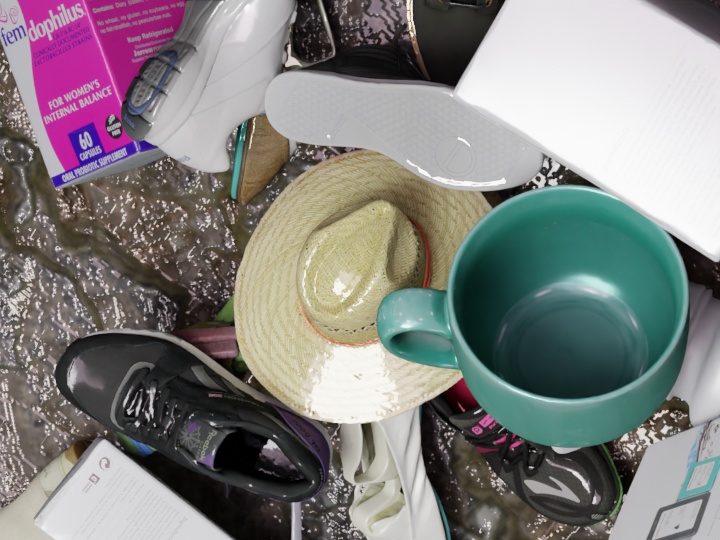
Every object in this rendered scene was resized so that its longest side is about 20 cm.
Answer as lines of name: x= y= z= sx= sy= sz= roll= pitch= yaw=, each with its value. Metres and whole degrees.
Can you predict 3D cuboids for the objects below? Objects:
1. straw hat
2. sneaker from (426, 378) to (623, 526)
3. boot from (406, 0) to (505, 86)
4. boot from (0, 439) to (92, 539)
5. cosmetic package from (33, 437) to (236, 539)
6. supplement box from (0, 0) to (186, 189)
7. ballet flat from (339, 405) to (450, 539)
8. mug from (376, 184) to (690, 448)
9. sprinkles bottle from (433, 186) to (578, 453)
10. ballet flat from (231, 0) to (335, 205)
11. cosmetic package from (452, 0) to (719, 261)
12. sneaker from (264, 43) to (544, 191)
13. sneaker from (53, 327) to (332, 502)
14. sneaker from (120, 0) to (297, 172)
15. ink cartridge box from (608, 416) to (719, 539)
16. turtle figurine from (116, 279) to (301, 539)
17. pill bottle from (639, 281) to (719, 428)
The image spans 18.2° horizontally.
straw hat: x=0.000 y=0.000 z=1.505 sx=0.200 sy=0.085 sz=0.202 roll=-3 pitch=74 yaw=10
sneaker: x=0.099 y=0.111 z=1.590 sx=0.200 sy=0.084 sz=0.077 roll=42 pitch=107 yaw=7
boot: x=0.067 y=-0.195 z=1.519 sx=0.077 sy=0.138 sz=0.201 roll=-4 pitch=105 yaw=3
boot: x=-0.213 y=0.250 z=1.710 sx=0.154 sy=0.072 sz=0.201 roll=-35 pitch=84 yaw=18
cosmetic package: x=-0.131 y=0.209 z=1.599 sx=0.200 sy=0.113 sz=0.081 roll=40 pitch=82 yaw=-3
supplement box: x=-0.189 y=-0.174 z=1.612 sx=0.101 sy=0.103 sz=0.201 roll=-19 pitch=90 yaw=43
ballet flat: x=0.017 y=0.148 z=1.601 sx=0.069 sy=0.070 sz=0.201 roll=-1 pitch=119 yaw=16
mug: x=0.122 y=0.030 z=1.457 sx=0.184 sy=0.115 sz=0.152 roll=28 pitch=72 yaw=18
sprinkles bottle: x=0.112 y=0.028 z=1.559 sx=0.068 sy=0.068 sz=0.200 roll=-38 pitch=71 yaw=18
ballet flat: x=-0.054 y=-0.146 z=1.618 sx=0.072 sy=0.068 sz=0.201 roll=2 pitch=95 yaw=-3
cosmetic package: x=0.191 y=-0.120 z=1.470 sx=0.199 sy=0.199 sz=0.123 roll=31 pitch=105 yaw=10
sneaker: x=0.044 y=-0.112 z=1.540 sx=0.199 sy=0.099 sz=0.071 roll=15 pitch=116 yaw=20
sneaker: x=-0.112 y=0.096 z=1.508 sx=0.199 sy=0.088 sz=0.076 roll=21 pitch=96 yaw=-1
sneaker: x=-0.084 y=-0.159 z=1.556 sx=0.087 sy=0.074 sz=0.200 roll=37 pitch=83 yaw=-30
ink cartridge box: x=0.265 y=0.187 z=1.440 sx=0.146 sy=0.200 sz=0.147 roll=31 pitch=65 yaw=-12
turtle figurine: x=-0.072 y=0.079 z=1.623 sx=0.200 sy=0.144 sz=0.194 roll=39 pitch=90 yaw=-5
pill bottle: x=0.289 y=0.077 z=1.515 sx=0.199 sy=0.111 sz=0.111 roll=22 pitch=103 yaw=13
